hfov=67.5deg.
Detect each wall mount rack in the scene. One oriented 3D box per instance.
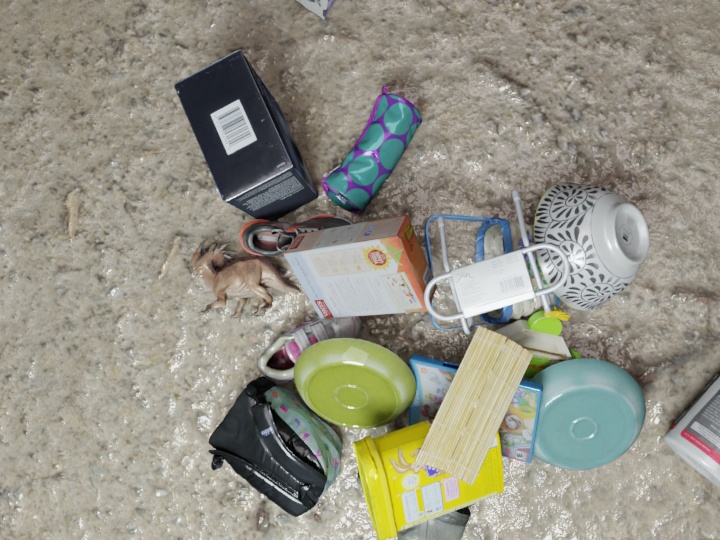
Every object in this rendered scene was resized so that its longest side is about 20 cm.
[{"bbox_3d":[0.180,-0.012,0.748,0.198,0.074,0.176,-18,86,22],"label":"wall mount rack"}]

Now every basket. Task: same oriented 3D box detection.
[{"bbox_3d":[0.200,-0.002,0.841,0.197,0.139,0.179,-4,84,-2],"label":"basket"}]

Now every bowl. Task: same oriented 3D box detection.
[{"bbox_3d":[0.359,-0.045,0.797,0.198,0.094,0.204,6,80,-31],"label":"bowl"}]

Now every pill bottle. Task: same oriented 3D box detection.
[{"bbox_3d":[0.559,0.212,0.793,0.111,0.111,0.200,41,91,8],"label":"pill bottle"}]

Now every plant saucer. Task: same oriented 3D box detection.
[{"bbox_3d":[-0.012,0.188,0.841,0.197,0.031,0.202,5,128,7],"label":"plant saucer"},{"bbox_3d":[0.334,0.230,0.815,0.197,0.036,0.203,2,111,5],"label":"plant saucer"}]

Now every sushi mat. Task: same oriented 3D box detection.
[{"bbox_3d":[0.155,0.182,0.727,0.095,0.012,0.202,28,85,-12],"label":"sushi mat"}]

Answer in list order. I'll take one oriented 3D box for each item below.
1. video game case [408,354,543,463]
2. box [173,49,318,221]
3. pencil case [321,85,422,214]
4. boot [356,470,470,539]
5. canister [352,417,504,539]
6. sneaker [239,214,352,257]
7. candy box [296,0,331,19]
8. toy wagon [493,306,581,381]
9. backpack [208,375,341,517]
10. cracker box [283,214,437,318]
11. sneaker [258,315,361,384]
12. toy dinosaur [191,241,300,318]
[{"bbox_3d":[0.169,0.212,0.828,0.197,0.018,0.145,10,120,22],"label":"video game case"},{"bbox_3d":[-0.173,-0.203,0.873,0.122,0.198,0.202,-25,83,3],"label":"box"},{"bbox_3d":[0.017,-0.197,0.906,0.092,0.085,0.201,34,89,-19],"label":"pencil case"},{"bbox_3d":[0.069,0.410,0.863,0.197,0.068,0.132,21,94,10],"label":"boot"},{"bbox_3d":[0.101,0.288,0.779,0.197,0.087,0.151,-15,113,-10],"label":"canister"},{"bbox_3d":[-0.099,-0.047,0.890,0.197,0.082,0.078,-6,102,-11],"label":"sneaker"},{"bbox_3d":[-0.119,-0.527,0.883,0.198,0.168,0.072,32,90,-10],"label":"candy box"},{"bbox_3d":[0.254,0.130,0.819,0.153,0.040,0.202,12,121,-10],"label":"toy wagon"},{"bbox_3d":[-0.124,0.280,0.861,0.199,0.126,0.168,38,113,7],"label":"backpack"},{"bbox_3d":[0.000,0.000,0.813,0.197,0.058,0.135,-7,126,30],"label":"cracker box"},{"bbox_3d":[-0.085,0.127,0.890,0.199,0.088,0.082,-35,82,3],"label":"sneaker"},{"bbox_3d":[-0.206,0.008,0.922,0.197,0.086,0.138,-5,78,1],"label":"toy dinosaur"}]
